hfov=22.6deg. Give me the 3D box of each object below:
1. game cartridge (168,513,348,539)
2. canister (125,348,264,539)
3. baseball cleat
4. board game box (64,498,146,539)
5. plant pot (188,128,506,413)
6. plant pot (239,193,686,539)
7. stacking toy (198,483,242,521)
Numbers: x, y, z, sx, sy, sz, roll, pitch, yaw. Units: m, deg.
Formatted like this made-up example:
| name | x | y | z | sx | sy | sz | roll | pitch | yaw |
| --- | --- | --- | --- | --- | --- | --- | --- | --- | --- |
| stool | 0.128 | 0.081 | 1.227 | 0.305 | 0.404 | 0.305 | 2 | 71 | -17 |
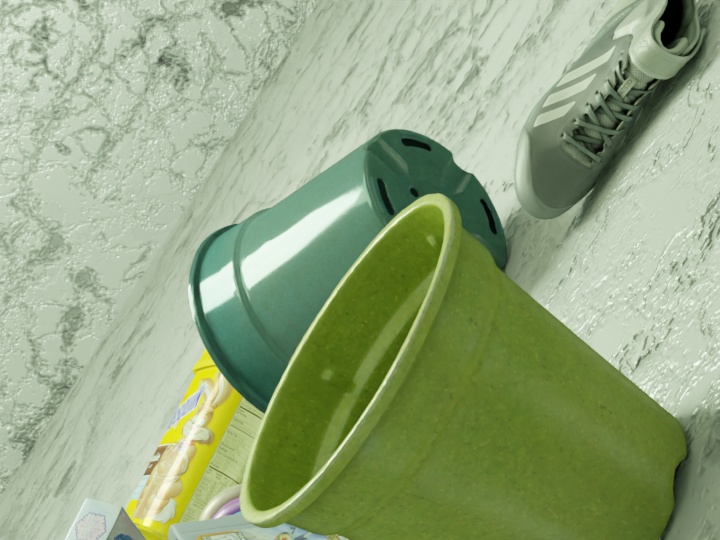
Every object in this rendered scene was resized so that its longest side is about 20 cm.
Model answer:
| name | x | y | z | sx | sy | sz | roll | pitch | yaw |
| --- | --- | --- | --- | --- | --- | --- | --- | --- | --- |
| game cartridge | -0.056 | 0.209 | 1.279 | 0.200 | 0.133 | 0.042 | -155 | 56 | -73 |
| canister | -0.155 | 0.181 | 1.797 | 0.200 | 0.087 | 0.149 | -64 | 14 | -15 |
| baseball cleat | 0.179 | -0.129 | 1.301 | 0.200 | 0.070 | 0.106 | -62 | 13 | -10 |
| board game box | -0.229 | 0.331 | 1.562 | 0.200 | 0.041 | 0.200 | -65 | -28 | -28 |
| plant pot | 0.000 | 0.000 | 1.445 | 0.196 | 0.200 | 0.200 | -37 | 23 | 36 |
| plant pot | 0.065 | 0.091 | 0.973 | 0.200 | 0.184 | 0.200 | -53 | 15 | 21 |
| stacking toy | -0.073 | 0.236 | 1.402 | 0.085 | 0.085 | 0.200 | -57 | 18 | 4 |
